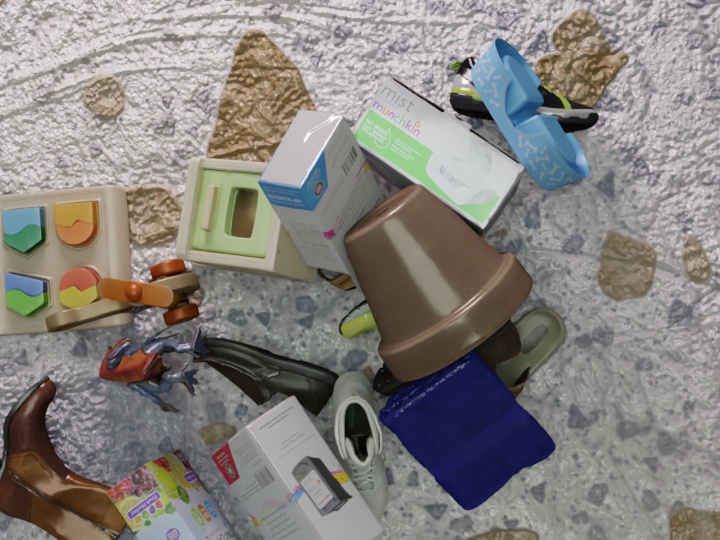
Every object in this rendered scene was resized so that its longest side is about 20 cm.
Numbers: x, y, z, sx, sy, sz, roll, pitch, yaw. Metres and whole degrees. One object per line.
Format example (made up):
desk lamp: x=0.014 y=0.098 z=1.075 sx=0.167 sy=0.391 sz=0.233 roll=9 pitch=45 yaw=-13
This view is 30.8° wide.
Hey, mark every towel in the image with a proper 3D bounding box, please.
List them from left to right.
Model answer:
towel: x=0.130 y=0.193 z=1.607 sx=0.147 sy=0.050 sz=0.200 roll=-37 pitch=120 yaw=10

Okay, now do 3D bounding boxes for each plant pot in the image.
plant pot: x=0.074 y=0.000 z=1.517 sx=0.199 sy=0.200 sz=0.175 roll=-35 pitch=100 yaw=2

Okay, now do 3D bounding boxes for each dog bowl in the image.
dog bowl: x=0.202 y=-0.184 z=1.579 sx=0.049 sy=0.111 sz=0.201 roll=-35 pitch=80 yaw=24

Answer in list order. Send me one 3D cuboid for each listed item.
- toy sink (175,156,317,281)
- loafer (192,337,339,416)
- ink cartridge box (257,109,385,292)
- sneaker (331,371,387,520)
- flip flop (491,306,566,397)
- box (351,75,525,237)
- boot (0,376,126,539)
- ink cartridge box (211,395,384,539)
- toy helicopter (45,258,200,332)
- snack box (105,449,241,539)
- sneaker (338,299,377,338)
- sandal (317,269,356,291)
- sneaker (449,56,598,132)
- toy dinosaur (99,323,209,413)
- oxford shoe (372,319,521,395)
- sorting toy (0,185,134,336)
toy sink: x=-0.155 y=-0.066 z=1.625 sx=0.198 sy=0.112 sz=0.132 roll=8 pitch=87 yaw=31
loafer: x=-0.128 y=0.136 z=1.667 sx=0.198 sy=0.073 sz=0.072 roll=16 pitch=86 yaw=5
ink cartridge box: x=-0.035 y=-0.079 z=1.561 sx=0.067 sy=0.201 sz=0.116 roll=10 pitch=57 yaw=32
sneaker: x=-0.005 y=0.238 z=1.617 sx=0.073 sy=0.116 sz=0.202 roll=-8 pitch=102 yaw=0
flip flop: x=0.185 y=0.129 z=1.653 sx=0.081 sy=0.058 sz=0.200 roll=43 pitch=90 yaw=5
box: x=0.096 y=-0.135 z=1.616 sx=0.199 sy=0.176 sz=0.097 roll=35 pitch=89 yaw=5
boot: x=-0.376 y=0.258 z=1.682 sx=0.199 sy=0.068 sz=0.190 roll=28 pitch=89 yaw=4
ink cartridge box: x=-0.081 y=0.274 z=1.614 sx=0.085 sy=0.148 sz=0.201 roll=-33 pitch=86 yaw=-33
toy helicopter: x=-0.299 y=0.042 z=1.644 sx=0.198 sy=0.132 sz=0.080 roll=-17 pitch=86 yaw=-8
snack box: x=-0.211 y=0.328 z=1.615 sx=0.067 sy=0.169 sz=0.201 roll=-35 pitch=86 yaw=5
sneaker: x=0.070 y=0.059 z=1.658 sx=0.198 sy=0.078 sz=0.091 roll=-18 pitch=93 yaw=5
sandal: x=0.000 y=0.000 z=1.668 sx=0.198 sy=0.082 sz=0.055 roll=3 pitch=86 yaw=-3
sneaker: x=0.209 y=-0.231 z=1.665 sx=0.198 sy=0.072 sz=0.084 roll=11 pitch=86 yaw=5
toy dinosaur: x=-0.275 y=0.108 z=1.631 sx=0.180 sy=0.200 sz=0.106 roll=-5 pitch=72 yaw=27
oxford shoe: x=0.108 y=0.120 z=1.616 sx=0.199 sy=0.073 sz=0.085 roll=-24 pitch=117 yaw=21
sorting toy: x=-0.402 y=-0.013 z=1.715 sx=0.198 sy=0.036 sz=0.187 roll=-4 pitch=86 yaw=4
